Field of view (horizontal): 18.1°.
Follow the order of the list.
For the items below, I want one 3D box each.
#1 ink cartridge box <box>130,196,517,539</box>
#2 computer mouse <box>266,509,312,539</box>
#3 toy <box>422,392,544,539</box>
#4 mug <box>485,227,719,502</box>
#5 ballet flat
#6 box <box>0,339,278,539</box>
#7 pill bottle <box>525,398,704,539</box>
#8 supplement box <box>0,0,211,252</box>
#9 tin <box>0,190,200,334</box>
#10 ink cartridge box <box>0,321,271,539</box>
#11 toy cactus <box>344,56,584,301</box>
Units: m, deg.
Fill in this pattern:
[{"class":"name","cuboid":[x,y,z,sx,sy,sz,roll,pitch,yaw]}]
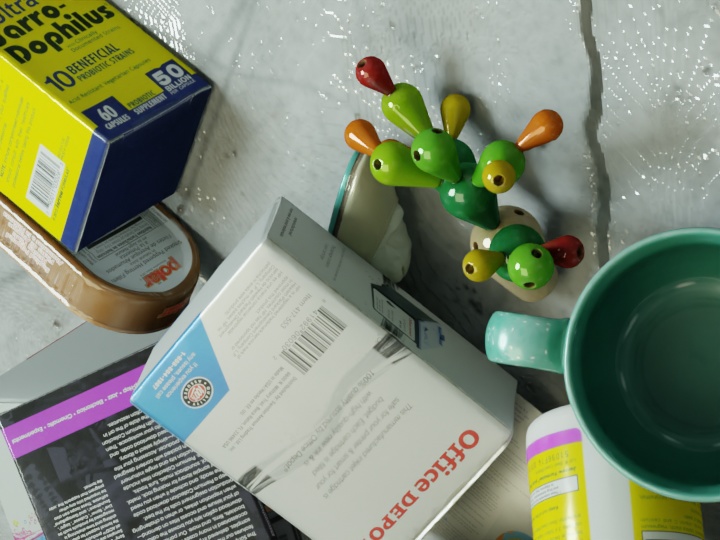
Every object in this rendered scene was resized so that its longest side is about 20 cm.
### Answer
[{"class":"ink cartridge box","cuboid":[-0.021,0.076,1.433,0.200,0.086,0.147,38,111,-10]},{"class":"computer mouse","cuboid":[-0.077,0.206,1.535,0.199,0.053,0.139,-13,84,8]},{"class":"toy","cuboid":[0.086,0.175,1.511,0.115,0.047,0.200,39,112,14]},{"class":"mug","cuboid":[0.183,0.043,1.294,0.185,0.114,0.152,41,95,9]},{"class":"ballet flat","cuboid":[0.000,0.000,1.493,0.069,0.069,0.200,38,135,17]},{"class":"box","cuboid":[-0.140,0.160,1.504,0.142,0.036,0.201,-24,81,6]},{"class":"pill bottle","cuboid":[0.158,0.185,1.366,0.104,0.104,0.201,-24,62,45]},{"class":"supplement box","cuboid":[-0.221,-0.128,1.561,0.200,0.109,0.110,38,134,16]},{"class":"tin","cuboid":[-0.200,-0.035,1.597,0.200,0.112,0.042,40,133,14]},{"class":"ink cartridge box","cuboid":[-0.165,0.153,1.654,0.144,0.145,0.201,-1,114,39]},{"class":"toy cactus","cuboid":[0.078,-0.044,1.365,0.200,0.102,0.165,40,173,43]}]
